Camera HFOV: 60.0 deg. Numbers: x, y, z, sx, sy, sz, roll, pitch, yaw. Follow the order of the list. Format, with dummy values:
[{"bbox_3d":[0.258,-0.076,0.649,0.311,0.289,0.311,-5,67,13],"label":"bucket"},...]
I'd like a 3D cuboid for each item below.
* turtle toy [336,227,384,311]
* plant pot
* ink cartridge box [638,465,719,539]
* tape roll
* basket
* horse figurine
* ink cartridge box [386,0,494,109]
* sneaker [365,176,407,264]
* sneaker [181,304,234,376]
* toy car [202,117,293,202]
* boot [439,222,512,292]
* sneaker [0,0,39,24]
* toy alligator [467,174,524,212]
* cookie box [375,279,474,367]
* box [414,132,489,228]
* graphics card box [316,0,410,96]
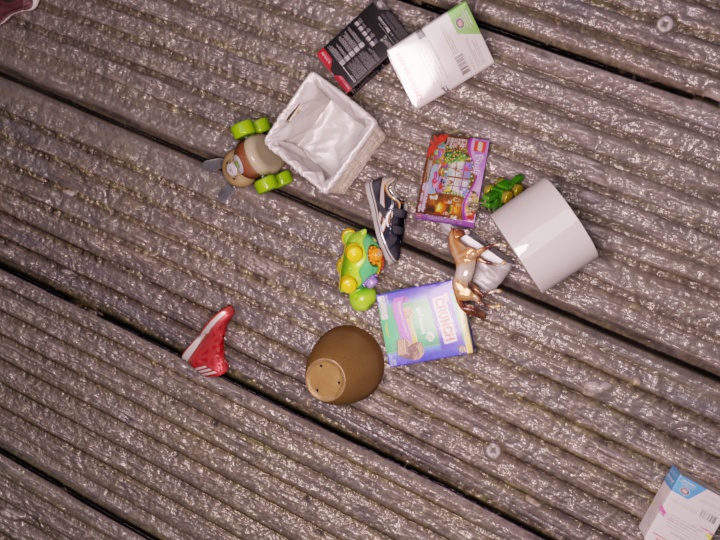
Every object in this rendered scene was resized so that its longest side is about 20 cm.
[{"bbox_3d":[0.000,0.000,1.452,0.099,0.146,0.203,6,112,-10],"label":"turtle toy"},{"bbox_3d":[-0.055,0.231,1.431,0.183,0.200,0.190,0,92,14],"label":"plant pot"},{"bbox_3d":[0.680,0.540,1.332,0.114,0.068,0.202,27,97,11],"label":"ink cartridge box"},{"bbox_3d":[0.384,-0.073,1.314,0.138,0.203,0.204,-34,84,11],"label":"tape roll"},{"bbox_3d":[-0.076,-0.307,1.439,0.199,0.161,0.199,39,100,8],"label":"basket"},{"bbox_3d":[0.246,0.010,1.358,0.130,0.050,0.204,7,97,15],"label":"horse figurine"},{"bbox_3d":[0.175,-0.477,1.391,0.198,0.084,0.147,-28,106,12],"label":"ink cartridge box"},{"bbox_3d":[0.072,-0.121,1.451,0.078,0.078,0.203,-16,87,19],"label":"sneaker"},{"bbox_3d":[-0.353,0.186,1.574,0.115,0.078,0.200,43,113,0],"label":"sneaker"},{"bbox_3d":[-0.292,-0.249,1.507,0.198,0.158,0.166,-20,97,24],"label":"toy car"},{"bbox_3d":[0.242,-0.032,1.419,0.199,0.073,0.096,39,114,20],"label":"boot"},{"bbox_3d":[-0.973,-0.724,1.662,0.197,0.115,0.077,-17,88,13],"label":"sneaker"},{"bbox_3d":[0.298,-0.154,1.371,0.059,0.199,0.055,28,136,37],"label":"toy alligator"},{"bbox_3d":[0.151,0.120,1.441,0.197,0.075,0.174,-12,87,13],"label":"cookie box"},{"bbox_3d":[0.207,-0.205,1.405,0.134,0.039,0.203,10,75,12],"label":"box"},{"bbox_3d":[0.010,-0.525,1.467,0.199,0.051,0.126,-40,83,12],"label":"graphics card box"}]
